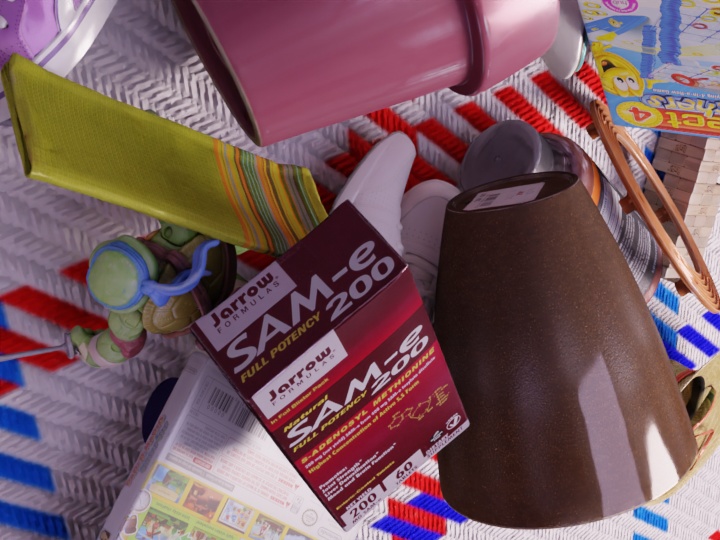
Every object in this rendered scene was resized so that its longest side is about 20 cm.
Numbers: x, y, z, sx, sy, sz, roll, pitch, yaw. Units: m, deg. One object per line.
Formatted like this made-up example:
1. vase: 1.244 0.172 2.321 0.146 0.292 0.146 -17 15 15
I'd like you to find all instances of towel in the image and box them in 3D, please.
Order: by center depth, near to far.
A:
1. towel: -0.091 -0.051 0.583 0.198 0.087 0.018 18 123 -42

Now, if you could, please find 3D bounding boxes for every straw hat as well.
1. straw hat: 0.300 0.132 1.101 0.199 0.085 0.203 -28 138 -28

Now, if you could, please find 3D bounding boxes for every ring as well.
1. ring: 0.239 -0.051 0.912 0.019 0.203 0.200 -32 139 22

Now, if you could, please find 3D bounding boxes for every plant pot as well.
1. plant pot: -0.013 -0.171 0.635 0.177 0.200 0.202 -29 128 -7
2. plant pot: 0.123 0.042 0.768 0.185 0.186 0.203 -23 107 -31

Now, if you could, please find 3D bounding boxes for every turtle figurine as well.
1. turtle figurine: -0.131 -0.017 0.669 0.193 0.197 0.147 3 82 -63

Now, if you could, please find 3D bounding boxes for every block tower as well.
1. block tower: 0.303 -0.087 1.025 0.057 0.054 0.203 -1 109 -39

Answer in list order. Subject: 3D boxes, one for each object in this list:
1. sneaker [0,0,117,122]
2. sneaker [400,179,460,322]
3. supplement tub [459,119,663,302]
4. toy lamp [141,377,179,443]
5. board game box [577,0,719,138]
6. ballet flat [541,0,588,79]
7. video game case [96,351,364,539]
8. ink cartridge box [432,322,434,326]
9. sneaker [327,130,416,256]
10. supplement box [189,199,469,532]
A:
1. sneaker: -0.169 -0.177 0.556 0.202 0.072 0.114 -54 139 -2
2. sneaker: 0.034 0.033 0.811 0.074 0.100 0.203 22 94 -19
3. supplement tub: 0.158 -0.038 0.887 0.199 0.106 0.108 37 84 -43
4. toy lamp: -0.067 0.128 0.805 0.199 0.058 0.059 28 91 -41
5. board game box: 0.266 -0.164 0.791 0.196 0.197 0.057 48 58 -58
6. ballet flat: 0.135 -0.243 0.811 0.069 0.069 0.204 -12 113 -36
7. video game case: -0.082 0.178 0.749 0.199 0.023 0.184 37 74 -42
8. ink cartridge box: 0.139 0.095 0.903 0.196 0.050 0.111 7 109 -8
9. sneaker: 0.000 0.000 0.760 0.079 0.070 0.203 26 74 -1
10. supplement box: -0.008 0.063 0.634 0.108 0.061 0.201 -39 146 -9
